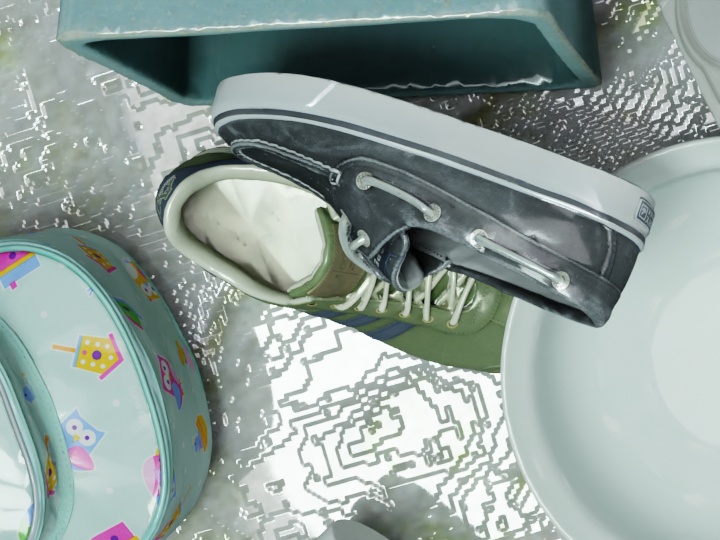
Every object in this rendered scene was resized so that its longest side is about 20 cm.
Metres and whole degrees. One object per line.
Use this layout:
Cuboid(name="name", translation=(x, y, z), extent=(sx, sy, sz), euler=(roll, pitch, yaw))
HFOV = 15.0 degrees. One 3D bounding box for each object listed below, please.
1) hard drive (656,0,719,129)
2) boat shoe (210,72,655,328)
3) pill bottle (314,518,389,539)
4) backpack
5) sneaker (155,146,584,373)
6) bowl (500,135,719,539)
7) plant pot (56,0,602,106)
Cuboid(name="hard drive", translation=(0.175, -0.145, 1.092), extent=(0.038, 0.201, 0.140), euler=(27, 119, -30))
Cuboid(name="boat shoe", translation=(0.020, -0.026, 1.123), extent=(0.199, 0.072, 0.068), euler=(19, 78, 19))
Cuboid(name="pill bottle", translation=(-0.041, 0.215, 1.215), extent=(0.116, 0.116, 0.200), euler=(43, 101, 4))
Cuboid(name="backpack", translation=(-0.172, 0.075, 1.212), extent=(0.199, 0.153, 0.177), euler=(-23, 86, 6))
Cuboid(name="sneaker", translation=(0.000, 0.000, 1.197), extent=(0.199, 0.090, 0.068), euler=(21, 98, 8))
Cuboid(name="bowl", translation=(0.164, 0.041, 1.169), extent=(0.200, 0.090, 0.203), euler=(1, 95, 11))
Cuboid(name="plant pot", translation=(-0.007, -0.183, 1.137), extent=(0.195, 0.196, 0.202), euler=(-2, 85, 11))
